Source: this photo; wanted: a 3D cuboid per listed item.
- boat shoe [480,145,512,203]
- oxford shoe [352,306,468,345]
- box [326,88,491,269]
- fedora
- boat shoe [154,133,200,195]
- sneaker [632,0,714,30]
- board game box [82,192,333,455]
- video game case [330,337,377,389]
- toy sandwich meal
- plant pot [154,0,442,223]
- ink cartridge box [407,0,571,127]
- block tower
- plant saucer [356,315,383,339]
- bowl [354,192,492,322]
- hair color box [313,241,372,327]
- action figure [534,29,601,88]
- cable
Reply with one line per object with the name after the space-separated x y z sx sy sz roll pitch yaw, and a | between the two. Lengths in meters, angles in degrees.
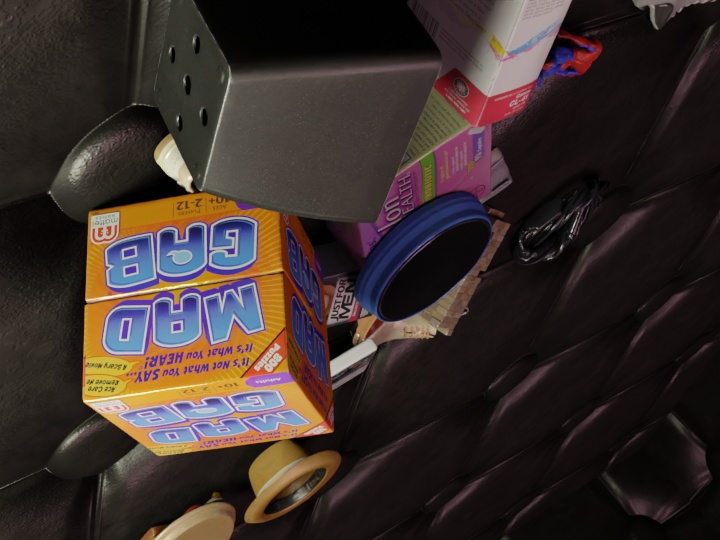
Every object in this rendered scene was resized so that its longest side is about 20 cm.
0.131 -0.085 1.422 0.201 0.072 0.070 -41 -166 -23 | boat shoe
0.080 0.076 1.650 0.199 0.074 0.071 -29 153 -21 | oxford shoe
0.054 -0.119 1.287 0.199 0.097 0.176 -33 153 -12 | box
-0.127 0.339 1.780 0.200 0.082 0.201 -31 158 -14 | fedora
-0.135 -0.088 1.120 0.072 0.065 0.200 -45 154 10 | boat shoe
0.435 -0.375 1.436 0.199 0.075 0.116 -4 142 -36 | sneaker
-0.149 0.056 1.092 0.198 0.201 0.200 -9 154 8 | board game box
-0.072 0.174 1.596 0.199 0.023 0.182 -30 170 -13 | video game case
-0.293 0.433 1.731 0.204 0.070 0.206 -31 148 -22 | toy sandwich meal
-0.073 -0.170 0.950 0.176 0.200 0.201 -8 141 -30 | plant pot
0.128 -0.272 1.089 0.085 0.148 0.201 -21 149 -33 | ink cartridge box
0.149 -0.004 1.582 0.058 0.054 0.201 11 108 -58 | block tower
0.058 0.012 1.510 0.201 0.032 0.200 -49 172 -9 | plant saucer
0.083 -0.011 1.343 0.200 0.039 0.201 -32 155 -17 | bowl
-0.072 0.027 1.351 0.199 0.061 0.099 -13 139 -28 | hair color box
0.254 -0.272 1.369 0.199 0.052 0.066 -21 154 -44 | action figure
0.342 -0.078 1.785 0.200 0.051 0.163 -40 154 -3 | cable
